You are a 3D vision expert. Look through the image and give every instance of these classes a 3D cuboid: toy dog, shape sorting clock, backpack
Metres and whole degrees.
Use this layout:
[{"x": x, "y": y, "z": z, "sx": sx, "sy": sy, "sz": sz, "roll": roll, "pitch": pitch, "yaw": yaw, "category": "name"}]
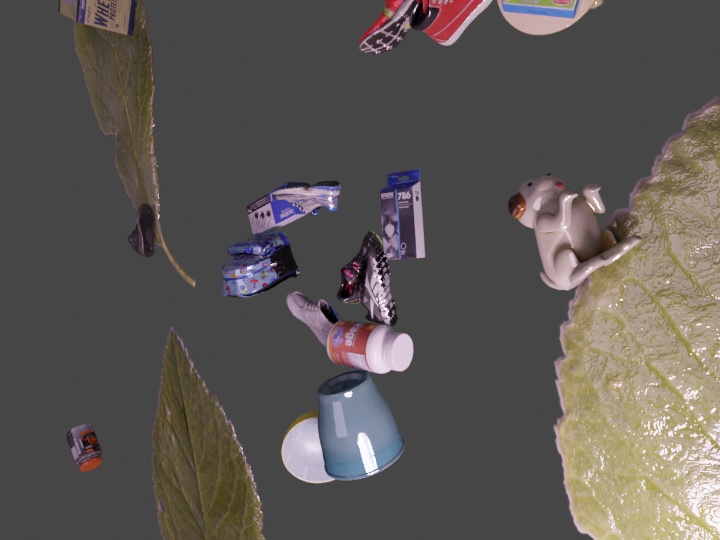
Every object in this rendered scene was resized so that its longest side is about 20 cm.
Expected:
[{"x": 0.357, "y": -0.081, "z": 0.918, "sx": 0.202, "sy": 0.138, "sz": 0.194, "roll": 60, "pitch": 164, "yaw": 17, "category": "toy dog"}, {"x": 0.339, "y": -0.532, "z": 0.927, "sx": 0.197, "sy": 0.039, "sz": 0.204, "roll": 6, "pitch": 101, "yaw": 34, "category": "shape sorting clock"}, {"x": -0.297, "y": -0.011, "z": 1.427, "sx": 0.181, "sy": 0.199, "sz": 0.137, "roll": 2, "pitch": 115, "yaw": 41, "category": "backpack"}]

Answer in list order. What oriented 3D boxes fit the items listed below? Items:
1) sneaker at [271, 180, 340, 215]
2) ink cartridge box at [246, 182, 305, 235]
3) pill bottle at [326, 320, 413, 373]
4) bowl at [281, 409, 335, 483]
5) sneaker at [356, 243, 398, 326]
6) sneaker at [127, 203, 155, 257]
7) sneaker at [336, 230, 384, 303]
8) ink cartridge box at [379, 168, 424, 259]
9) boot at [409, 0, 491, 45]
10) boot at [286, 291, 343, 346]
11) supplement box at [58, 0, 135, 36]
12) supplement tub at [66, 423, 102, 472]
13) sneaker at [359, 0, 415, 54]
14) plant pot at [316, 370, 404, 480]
[{"x": -0.144, "y": -0.183, "z": 1.351, "sx": 0.197, "sy": 0.077, "sz": 0.087, "roll": 3, "pitch": 110, "yaw": 24, "category": "sneaker"}, {"x": -0.244, "y": -0.172, "z": 1.478, "sx": 0.198, "sy": 0.044, "sz": 0.096, "roll": -19, "pitch": 84, "yaw": 41, "category": "ink cartridge box"}, {"x": 0.022, "y": 0.183, "z": 1.238, "sx": 0.198, "sy": 0.111, "sz": 0.114, "roll": 2, "pitch": 96, "yaw": 40, "category": "pill bottle"}, {"x": -0.109, "y": 0.444, "z": 1.371, "sx": 0.108, "sy": 0.197, "sz": 0.203, "roll": -108, "pitch": 30, "yaw": -70, "category": "bowl"}, {"x": 0.027, "y": 0.038, "z": 1.213, "sx": 0.089, "sy": 0.066, "sz": 0.203, "roll": -4, "pitch": 110, "yaw": 24, "category": "sneaker"}, {"x": -0.849, "y": -0.158, "z": 1.992, "sx": 0.113, "sy": 0.076, "sz": 0.203, "roll": 12, "pitch": 108, "yaw": 33, "category": "sneaker"}, {"x": 0.000, "y": 0.000, "z": 1.256, "sx": 0.076, "sy": 0.083, "sz": 0.203, "roll": 36, "pitch": 117, "yaw": 32, "category": "sneaker"}, {"x": 0.094, "y": -0.128, "z": 1.190, "sx": 0.098, "sy": 0.039, "sz": 0.204, "roll": -2, "pitch": 93, "yaw": 42, "category": "ink cartridge box"}, {"x": 0.184, "y": -0.541, "z": 0.995, "sx": 0.200, "sy": 0.143, "sz": 0.073, "roll": -48, "pitch": 63, "yaw": 32, "category": "boot"}, {"x": -0.116, "y": 0.103, "z": 1.371, "sx": 0.200, "sy": 0.073, "sz": 0.096, "roll": 43, "pitch": 135, "yaw": 20, "category": "boot"}, {"x": -0.987, "y": -0.992, "z": 1.939, "sx": 0.199, "sy": 0.198, "sz": 0.136, "roll": 33, "pitch": 116, "yaw": 34, "category": "supplement box"}, {"x": -1.330, "y": 0.856, "z": 2.499, "sx": 0.123, "sy": 0.122, "sz": 0.201, "roll": -50, "pitch": 64, "yaw": 33, "category": "supplement tub"}, {"x": 0.073, "y": -0.565, "z": 1.144, "sx": 0.199, "sy": 0.077, "sz": 0.086, "roll": -34, "pitch": 68, "yaw": 28, "category": "sneaker"}, {"x": -0.017, "y": 0.347, "z": 1.210, "sx": 0.198, "sy": 0.199, "sz": 0.191, "roll": -11, "pitch": 99, "yaw": 41, "category": "plant pot"}]
